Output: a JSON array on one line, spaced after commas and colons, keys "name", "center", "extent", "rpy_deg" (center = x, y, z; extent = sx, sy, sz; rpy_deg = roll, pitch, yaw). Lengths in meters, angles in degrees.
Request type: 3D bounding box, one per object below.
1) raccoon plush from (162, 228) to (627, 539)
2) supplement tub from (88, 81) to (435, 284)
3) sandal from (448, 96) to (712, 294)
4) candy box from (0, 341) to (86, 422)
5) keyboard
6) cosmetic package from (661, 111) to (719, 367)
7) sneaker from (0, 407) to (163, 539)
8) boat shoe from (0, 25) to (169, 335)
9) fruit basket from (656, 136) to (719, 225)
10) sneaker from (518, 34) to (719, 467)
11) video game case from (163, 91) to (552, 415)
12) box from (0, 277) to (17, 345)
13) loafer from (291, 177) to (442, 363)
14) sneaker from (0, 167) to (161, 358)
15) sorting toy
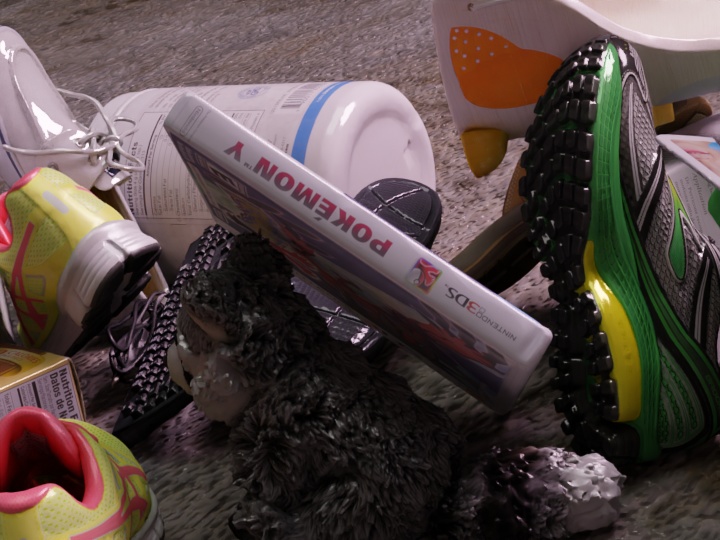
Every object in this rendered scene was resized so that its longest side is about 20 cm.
[{"name": "raccoon plush", "center": [0.010, 0.047, 0.805], "extent": [0.200, 0.134, 0.097], "rpy_deg": [-8, 17, 7]}, {"name": "supplement tub", "center": [-0.066, -0.054, 1.166], "extent": [0.200, 0.132, 0.132], "rpy_deg": [1, 21, 33]}, {"name": "sandal", "center": [0.107, -0.044, 1.033], "extent": [0.200, 0.054, 0.080], "rpy_deg": [-35, -19, 15]}, {"name": "candy box", "center": [-0.254, 0.095, 0.936], "extent": [0.200, 0.057, 0.117], "rpy_deg": [-23, 21, -40]}, {"name": "keyboard", "center": [-0.106, 0.022, 1.014], "extent": [0.104, 0.040, 0.200], "rpy_deg": [-39, 18, 26]}, {"name": "cosmetic package", "center": [0.205, -0.028, 0.968], "extent": [0.200, 0.108, 0.085], "rpy_deg": [-22, 12, -38]}, {"name": "sneaker", "center": [-0.130, 0.094, 0.786], "extent": [0.078, 0.090, 0.200], "rpy_deg": [-13, 17, -6]}, {"name": "boat shoe", "center": [-0.166, -0.060, 1.103], "extent": [0.086, 0.202, 0.075], "rpy_deg": [-15, 12, 26]}, {"name": "fruit basket", "center": [0.250, -0.020, 0.758], "extent": [0.185, 0.094, 0.200], "rpy_deg": [2, 17, -27]}, {"name": "sneaker", "center": [0.128, -0.011, 0.853], "extent": [0.085, 0.200, 0.078], "rpy_deg": [-6, -4, -20]}, {"name": "video game case", "center": [0.000, 0.000, 0.832], "extent": [0.182, 0.023, 0.200], "rpy_deg": [34, -8, 7]}, {"name": "box", "center": [-0.288, -0.049, 1.060], "extent": [0.131, 0.199, 0.200], "rpy_deg": [-11, -10, -8]}, {"name": "loafer", "center": [-0.007, 0.026, 1.020], "extent": [0.072, 0.063, 0.200], "rpy_deg": [18, 43, 18]}, {"name": "sneaker", "center": [-0.170, -0.007, 1.022], "extent": [0.078, 0.090, 0.200], "rpy_deg": [-47, 0, -25]}, {"name": "sorting toy", "center": [0.145, -0.116, 0.950], "extent": [0.180, 0.107, 0.200], "rpy_deg": [-3, 15, 14]}]
